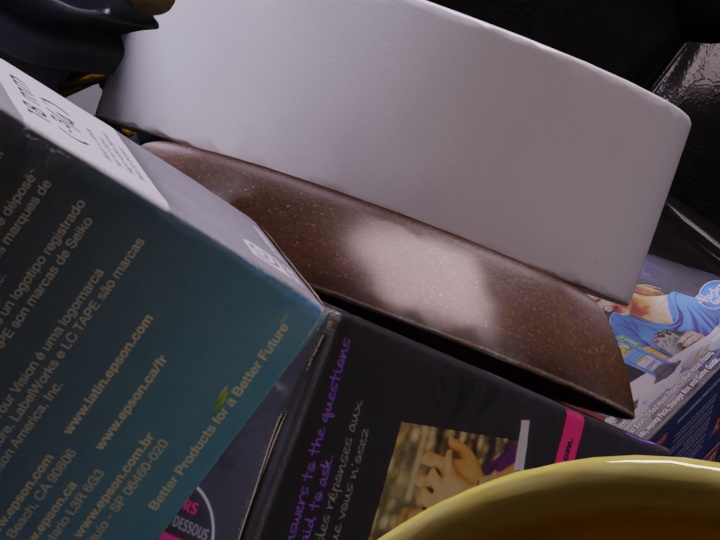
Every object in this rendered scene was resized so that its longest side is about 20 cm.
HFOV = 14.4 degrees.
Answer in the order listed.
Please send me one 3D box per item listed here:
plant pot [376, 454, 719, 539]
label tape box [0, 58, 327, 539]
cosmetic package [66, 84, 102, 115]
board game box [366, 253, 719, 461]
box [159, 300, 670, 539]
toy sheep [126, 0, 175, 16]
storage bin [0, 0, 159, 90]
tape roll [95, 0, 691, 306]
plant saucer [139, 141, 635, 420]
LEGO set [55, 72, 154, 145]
[{"bbox_3d":[0.085,0.158,0.605,0.201,0.201,0.189,43,6,33],"label":"plant pot"},{"bbox_3d":[-0.130,0.009,0.670,0.199,0.145,0.063,32,10,-29],"label":"label tape box"},{"bbox_3d":[-0.084,-0.034,1.244,0.200,0.090,0.107,41,12,5],"label":"cosmetic package"},{"bbox_3d":[0.029,0.033,1.078,0.199,0.062,0.200,25,34,21],"label":"board game box"},{"bbox_3d":[-0.014,0.066,0.864,0.122,0.107,0.200,20,-3,37],"label":"box"},{"bbox_3d":[-0.043,-0.151,0.796,0.138,0.199,0.139,26,57,-49],"label":"toy sheep"},{"bbox_3d":[-0.180,-0.082,0.827,0.200,0.135,0.145,40,10,9],"label":"storage bin"},{"bbox_3d":[0.013,-0.052,0.994,0.201,0.071,0.202,19,0,0],"label":"tape roll"},{"bbox_3d":[0.000,0.000,0.926,0.199,0.035,0.200,21,-4,2],"label":"plant saucer"},{"bbox_3d":[-0.132,-0.027,1.062,0.155,0.115,0.200,65,17,-8],"label":"LEGO set"}]
